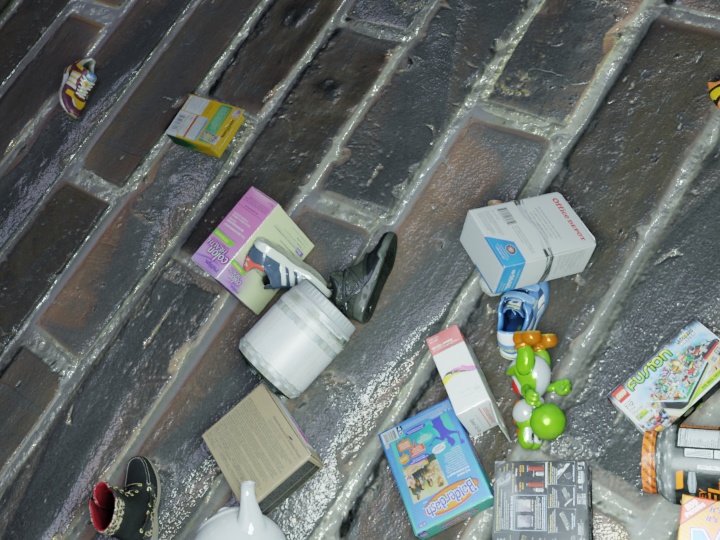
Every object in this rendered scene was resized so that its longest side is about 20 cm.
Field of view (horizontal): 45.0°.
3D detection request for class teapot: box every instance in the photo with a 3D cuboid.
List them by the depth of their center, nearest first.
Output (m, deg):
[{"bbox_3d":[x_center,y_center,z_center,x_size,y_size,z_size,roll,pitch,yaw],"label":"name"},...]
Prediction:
[{"bbox_3d":[-0.226,0.492,1.544,0.199,0.198,0.147,-29,53,0],"label":"teapot"}]

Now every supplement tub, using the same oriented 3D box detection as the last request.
[{"bbox_3d":[0.536,0.299,1.323,0.198,0.123,0.123,-1,62,26],"label":"supplement tub"}]

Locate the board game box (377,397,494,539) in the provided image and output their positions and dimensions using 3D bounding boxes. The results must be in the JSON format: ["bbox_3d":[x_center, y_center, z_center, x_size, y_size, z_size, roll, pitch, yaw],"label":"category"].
[{"bbox_3d":[0.134,0.348,1.536,0.151,0.045,0.201,-28,54,8],"label":"board game box"}]

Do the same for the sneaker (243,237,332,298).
[{"bbox_3d":[-0.152,0.016,1.790,0.085,0.199,0.075,-53,19,8],"label":"sneaker"}]

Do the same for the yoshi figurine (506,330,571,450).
[{"bbox_3d":[0.312,0.206,1.491,0.111,0.112,0.202,2,80,2],"label":"yoshi figurine"}]

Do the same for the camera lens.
[{"bbox_3d":[-0.127,0.138,1.709,0.200,0.160,0.160,-46,54,-5],"label":"camera lens"}]

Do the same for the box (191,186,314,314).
[{"bbox_3d":[-0.225,-0.040,1.847,0.096,0.176,0.200,33,80,36],"label":"box"}]

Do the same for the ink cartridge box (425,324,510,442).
[{"bbox_3d":[0.192,0.212,1.540,0.067,0.117,0.201,-27,54,8],"label":"ink cartridge box"}]

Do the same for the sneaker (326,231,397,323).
[{"bbox_3d":[0.000,0.000,1.776,0.114,0.076,0.201,20,77,23],"label":"sneaker"}]

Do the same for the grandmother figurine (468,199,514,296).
[{"bbox_3d":[0.263,-0.041,1.686,0.120,0.061,0.201,-2,60,24],"label":"grandmother figurine"}]

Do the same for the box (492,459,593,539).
[{"bbox_3d":[0.297,0.413,1.417,0.156,0.050,0.202,-7,60,23],"label":"box"}]

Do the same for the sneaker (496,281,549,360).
[{"bbox_3d":[0.297,0.061,1.598,0.073,0.082,0.201,3,61,28],"label":"sneaker"}]

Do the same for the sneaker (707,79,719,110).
[{"bbox_3d":[0.752,-0.371,1.631,0.199,0.070,0.090,-28,57,11],"label":"sneaker"}]

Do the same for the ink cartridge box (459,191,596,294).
[{"bbox_3d":[0.307,-0.053,1.603,0.198,0.085,0.147,-12,52,-20],"label":"ink cartridge box"}]

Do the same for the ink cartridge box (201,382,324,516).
[{"bbox_3d":[-0.189,0.346,1.674,0.164,0.075,0.200,-39,53,-1],"label":"ink cartridge box"}]

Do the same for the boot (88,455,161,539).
[{"bbox_3d":[-0.461,0.442,1.702,0.073,0.151,0.201,-18,56,15],"label":"boot"}]

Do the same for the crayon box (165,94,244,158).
[{"bbox_3d":[-0.379,-0.359,2.180,0.199,0.052,0.126,21,73,34],"label":"crayon box"}]

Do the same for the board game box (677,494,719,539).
[{"bbox_3d":[0.539,0.447,1.189,0.198,0.200,0.201,4,64,28],"label":"board game box"}]

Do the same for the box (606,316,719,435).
[{"bbox_3d":[0.523,0.184,1.448,0.200,0.035,0.110,-42,53,-1],"label":"box"}]

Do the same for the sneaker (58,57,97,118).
[{"bbox_3d":[-0.791,-0.521,2.455,0.090,0.075,0.201,-22,56,19],"label":"sneaker"}]
